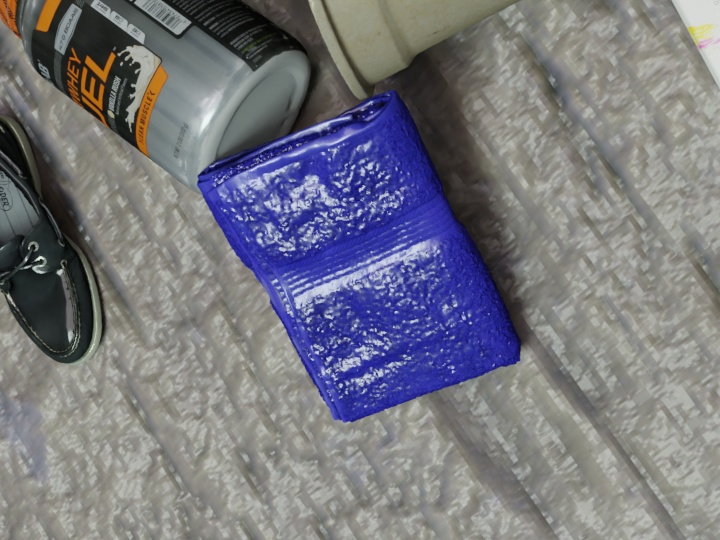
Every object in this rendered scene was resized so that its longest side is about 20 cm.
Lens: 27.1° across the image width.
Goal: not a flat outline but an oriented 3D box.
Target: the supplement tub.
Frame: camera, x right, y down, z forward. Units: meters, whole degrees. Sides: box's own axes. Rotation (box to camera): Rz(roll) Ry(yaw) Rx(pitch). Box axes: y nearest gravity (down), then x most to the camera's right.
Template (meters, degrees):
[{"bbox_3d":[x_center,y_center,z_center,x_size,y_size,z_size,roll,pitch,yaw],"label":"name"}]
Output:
[{"bbox_3d":[-0.142,-0.151,1.009,0.199,0.122,0.123,36,104,17],"label":"supplement tub"}]

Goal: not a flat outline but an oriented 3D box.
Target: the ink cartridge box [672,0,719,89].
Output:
[{"bbox_3d":[0.244,-0.177,0.884,0.117,0.067,0.201,-29,82,20],"label":"ink cartridge box"}]

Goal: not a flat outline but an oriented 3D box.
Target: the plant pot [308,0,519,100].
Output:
[{"bbox_3d":[0.054,-0.228,0.908,0.182,0.200,0.202,-17,85,9],"label":"plant pot"}]

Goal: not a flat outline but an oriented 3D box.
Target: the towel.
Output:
[{"bbox_3d":[0.000,0.000,0.950,0.147,0.050,0.201,-20,114,22],"label":"towel"}]

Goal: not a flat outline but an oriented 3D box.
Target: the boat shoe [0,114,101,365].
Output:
[{"bbox_3d":[-0.252,-0.023,1.085,0.074,0.066,0.201,-21,84,20],"label":"boat shoe"}]
